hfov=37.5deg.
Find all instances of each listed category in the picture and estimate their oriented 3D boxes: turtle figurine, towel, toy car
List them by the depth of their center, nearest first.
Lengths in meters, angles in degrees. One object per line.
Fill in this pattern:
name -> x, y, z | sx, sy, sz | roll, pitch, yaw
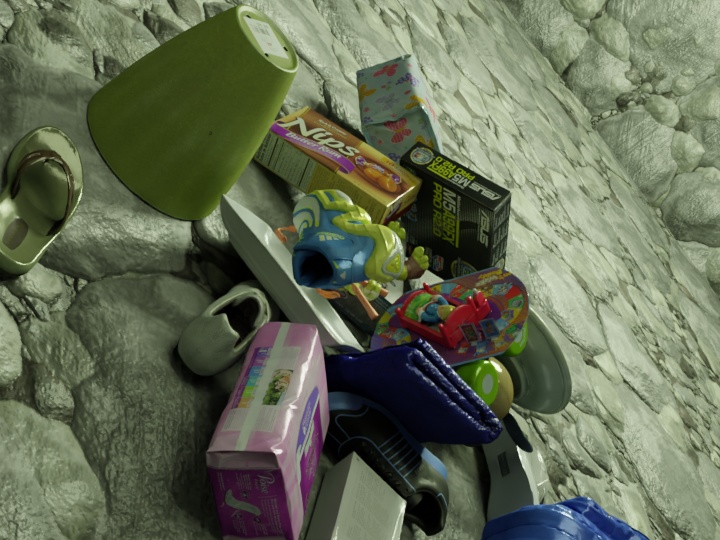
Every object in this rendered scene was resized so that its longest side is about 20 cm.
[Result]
towel -> 0.049, 0.131, 1.140 | 0.147, 0.199, 0.050 | 41, 65, -20
turtle figurine -> 0.000, 0.000, 1.238 | 0.159, 0.065, 0.199 | -14, 36, -35
toy car -> 0.129, 0.153, 1.284 | 0.158, 0.162, 0.202 | -52, 128, -34

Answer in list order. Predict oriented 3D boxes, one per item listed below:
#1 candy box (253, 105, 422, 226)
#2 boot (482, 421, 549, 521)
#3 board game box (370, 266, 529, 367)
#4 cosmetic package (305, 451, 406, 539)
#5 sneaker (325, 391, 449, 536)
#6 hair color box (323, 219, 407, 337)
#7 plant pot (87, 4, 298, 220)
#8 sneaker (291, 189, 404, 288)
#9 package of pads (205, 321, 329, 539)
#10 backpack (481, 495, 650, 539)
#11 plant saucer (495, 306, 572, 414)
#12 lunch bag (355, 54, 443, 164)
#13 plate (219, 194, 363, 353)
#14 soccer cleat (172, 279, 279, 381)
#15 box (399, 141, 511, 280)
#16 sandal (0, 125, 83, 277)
candy box -> -0.029, -0.133, 1.398 | 0.199, 0.057, 0.116 | 35, 34, 13
boot -> 0.208, 0.282, 1.337 | 0.095, 0.073, 0.202 | 41, 33, -33
board game box -> 0.095, 0.046, 1.226 | 0.159, 0.197, 0.039 | -82, 150, -52
cosmetic package -> -0.011, 0.271, 1.011 | 0.083, 0.050, 0.201 | 47, 26, -14
sneaker -> 0.025, 0.207, 1.131 | 0.199, 0.070, 0.079 | 38, 29, -25
hair color box -> 0.006, -0.016, 1.393 | 0.100, 0.060, 0.201 | 39, 28, -19
plant pot -> -0.168, -0.192, 1.173 | 0.186, 0.199, 0.189 | 37, 29, -25
sneaker -> -0.043, -0.034, 1.126 | 0.104, 0.077, 0.199 | -14, 22, -30
package of pads -> -0.079, 0.151, 0.977 | 0.201, 0.074, 0.122 | -75, 160, -58
backpack -> 0.222, 0.339, 1.170 | 0.198, 0.162, 0.170 | 31, 49, -16
plant saucer -> 0.203, 0.121, 1.460 | 0.050, 0.200, 0.201 | -32, 83, -23
lunch bag -> 0.067, -0.201, 1.657 | 0.171, 0.125, 0.202 | -96, 165, -49
plate -> -0.079, 0.016, 1.178 | 0.201, 0.032, 0.200 | 51, 2, 11
soccer cleat -> -0.115, 0.048, 1.085 | 0.070, 0.086, 0.200 | 49, 26, -3
box -> 0.128, -0.062, 1.465 | 0.159, 0.202, 0.044 | 33, 59, 26
sandal -> -0.292, -0.069, 0.976 | 0.080, 0.057, 0.202 | 39, 29, -25
